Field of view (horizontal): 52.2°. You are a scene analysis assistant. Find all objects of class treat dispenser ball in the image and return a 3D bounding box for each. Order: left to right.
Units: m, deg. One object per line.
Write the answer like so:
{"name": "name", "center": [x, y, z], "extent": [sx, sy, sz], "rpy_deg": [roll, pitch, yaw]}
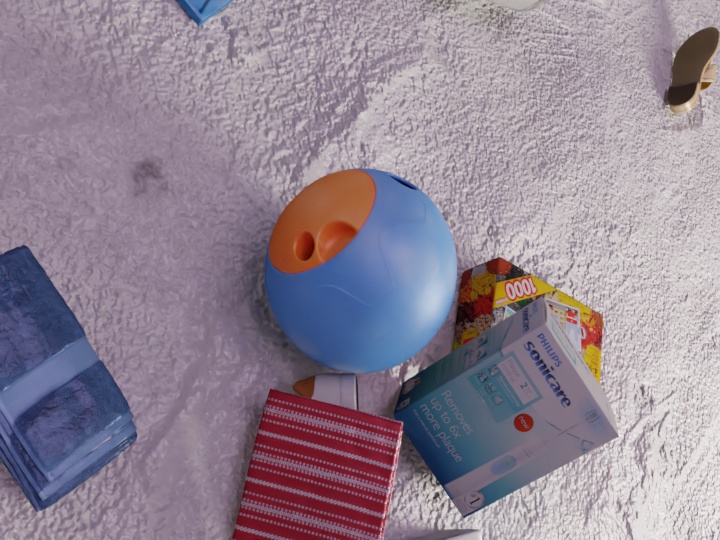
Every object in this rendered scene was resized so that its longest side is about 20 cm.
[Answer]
{"name": "treat dispenser ball", "center": [0.000, 0.000, 0.747], "extent": [0.196, 0.199, 0.207], "rpy_deg": [11, 69, -31]}

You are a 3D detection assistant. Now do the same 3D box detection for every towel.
{"name": "towel", "center": [-0.278, 0.085, 0.622], "extent": [0.111, 0.048, 0.203], "rpy_deg": [-35, 96, -38]}
{"name": "towel", "center": [-0.045, 0.230, 0.699], "extent": [0.140, 0.023, 0.206], "rpy_deg": [13, 78, 2]}

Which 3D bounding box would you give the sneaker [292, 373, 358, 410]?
{"name": "sneaker", "center": [-0.041, 0.209, 0.751], "extent": [0.082, 0.073, 0.207], "rpy_deg": [-1, 82, 0]}

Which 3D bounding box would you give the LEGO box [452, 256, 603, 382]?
{"name": "LEGO box", "center": [0.216, 0.097, 0.944], "extent": [0.197, 0.077, 0.153], "rpy_deg": [25, 62, -26]}

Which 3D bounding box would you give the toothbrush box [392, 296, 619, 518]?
{"name": "toothbrush box", "center": [0.157, 0.151, 0.806], "extent": [0.148, 0.198, 0.085], "rpy_deg": [55, 18, -8]}

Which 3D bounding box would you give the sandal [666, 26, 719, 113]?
{"name": "sandal", "center": [0.635, -0.362, 1.396], "extent": [0.070, 0.076, 0.215], "rpy_deg": [49, 58, -36]}

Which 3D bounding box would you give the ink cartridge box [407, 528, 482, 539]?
{"name": "ink cartridge box", "center": [0.085, 0.388, 0.769], "extent": [0.113, 0.066, 0.206], "rpy_deg": [0, 75, -35]}

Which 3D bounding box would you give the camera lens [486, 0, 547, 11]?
{"name": "camera lens", "center": [0.199, -0.475, 1.058], "extent": [0.196, 0.159, 0.165], "rpy_deg": [3, 74, -34]}

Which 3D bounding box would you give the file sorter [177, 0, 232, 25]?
{"name": "file sorter", "center": [-0.180, -0.410, 0.798], "extent": [0.201, 0.122, 0.139], "rpy_deg": [49, 55, -13]}
